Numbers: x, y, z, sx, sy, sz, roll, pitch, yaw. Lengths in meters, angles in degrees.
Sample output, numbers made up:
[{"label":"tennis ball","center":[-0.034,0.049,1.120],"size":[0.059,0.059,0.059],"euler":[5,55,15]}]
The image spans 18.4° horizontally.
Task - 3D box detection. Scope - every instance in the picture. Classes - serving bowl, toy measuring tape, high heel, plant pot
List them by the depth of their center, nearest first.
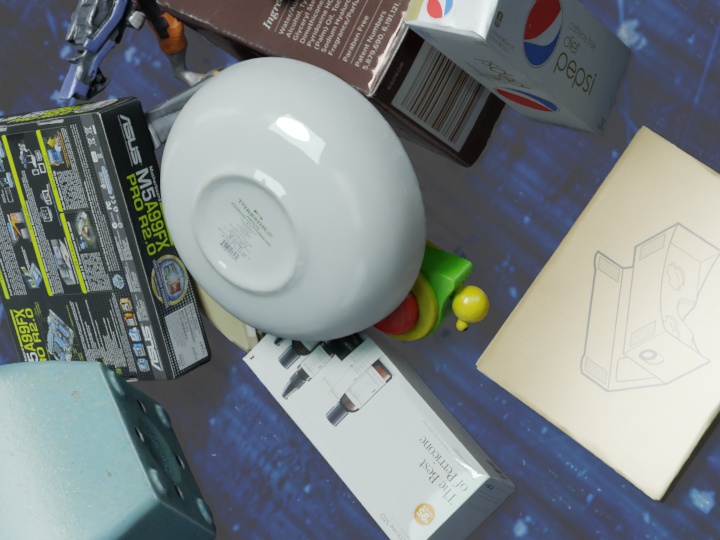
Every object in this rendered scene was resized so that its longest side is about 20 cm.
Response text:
[{"label":"serving bowl","center":[-0.058,-0.037,1.476],"size":[0.200,0.066,0.200],"euler":[17,123,28]},{"label":"toy measuring tape","center":[0.000,0.000,1.547],"size":[0.200,0.074,0.074],"euler":[22,86,24]},{"label":"plant pot","center":[-0.221,0.171,1.558],"size":[0.200,0.196,0.196],"euler":[-31,63,6]},{"label":"high heel","center":[-0.081,-0.048,1.627],"size":[0.071,0.143,0.200],"euler":[-15,103,42]}]

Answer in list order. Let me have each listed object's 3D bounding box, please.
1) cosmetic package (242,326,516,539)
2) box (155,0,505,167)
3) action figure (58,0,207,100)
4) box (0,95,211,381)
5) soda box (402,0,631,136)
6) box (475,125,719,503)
[{"label":"cosmetic package","center":[0.010,0.104,1.528],"size":[0.083,0.051,0.200],"euler":[-47,60,9]},{"label":"box","center":[0.004,-0.198,1.552],"size":[0.200,0.166,0.164],"euler":[26,89,31]},{"label":"action figure","center":[-0.177,-0.204,1.622],"size":[0.105,0.193,0.200],"euler":[13,73,44]},{"label":"box","center":[-0.202,-0.018,1.605],"size":[0.160,0.044,0.200],"euler":[-5,106,41]},{"label":"soda box","center":[0.106,-0.154,1.464],"size":[0.064,0.200,0.068],"euler":[16,83,30]},{"label":"box","center":[0.193,0.027,1.470],"size":[0.163,0.021,0.200],"euler":[36,93,31]}]
